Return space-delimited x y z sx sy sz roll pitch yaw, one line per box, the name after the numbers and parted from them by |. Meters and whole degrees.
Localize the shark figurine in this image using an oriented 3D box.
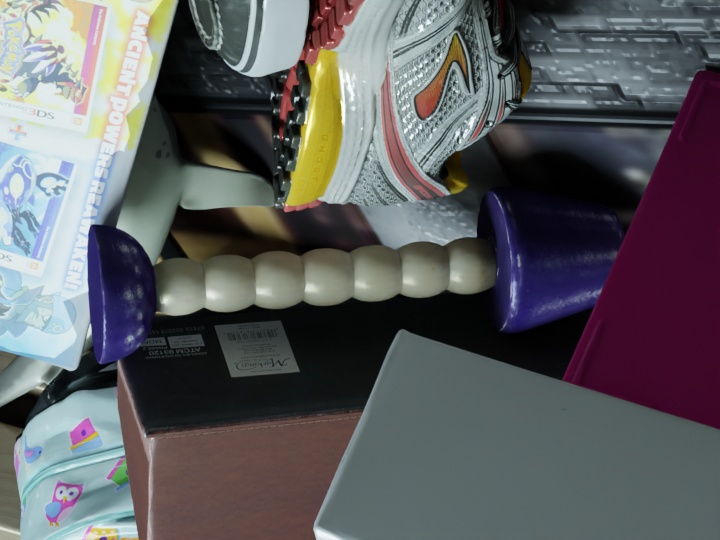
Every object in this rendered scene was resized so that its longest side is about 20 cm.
-0.126 -0.015 1.043 0.128 0.090 0.215 5 128 -41 | shark figurine

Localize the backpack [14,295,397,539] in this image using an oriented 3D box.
-0.048 0.096 1.057 0.199 0.127 0.167 -5 148 -12 | backpack

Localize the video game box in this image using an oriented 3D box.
-0.167 -0.073 0.908 0.181 0.047 0.201 16 122 -5 | video game box

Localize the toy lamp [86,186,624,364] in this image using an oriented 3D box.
0.000 0.000 0.920 0.199 0.058 0.058 -4 153 -13 | toy lamp

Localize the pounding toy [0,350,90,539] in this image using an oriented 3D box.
-0.178 0.082 1.226 0.199 0.143 0.184 17 151 -3 | pounding toy

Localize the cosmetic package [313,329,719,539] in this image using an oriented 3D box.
0.092 0.102 0.783 0.199 0.081 0.113 19 154 15 | cosmetic package

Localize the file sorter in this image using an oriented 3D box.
0.189 0.043 0.830 0.199 0.139 0.126 15 150 21 | file sorter

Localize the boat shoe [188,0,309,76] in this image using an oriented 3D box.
-0.063 -0.141 0.787 0.071 0.063 0.201 -126 18 -46 | boat shoe

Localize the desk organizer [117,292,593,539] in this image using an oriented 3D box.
0.007 0.063 0.950 0.199 0.072 0.077 -5 123 -15 | desk organizer

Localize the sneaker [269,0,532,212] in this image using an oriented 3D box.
0.022 -0.093 0.837 0.082 0.078 0.200 3 148 -11 | sneaker
